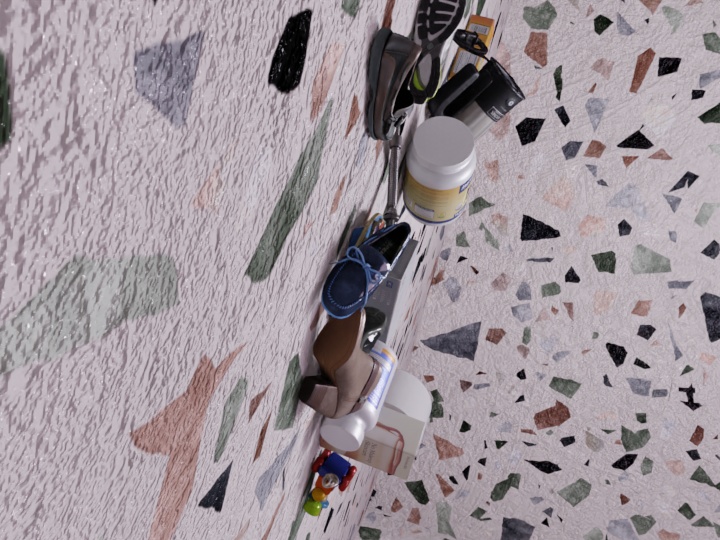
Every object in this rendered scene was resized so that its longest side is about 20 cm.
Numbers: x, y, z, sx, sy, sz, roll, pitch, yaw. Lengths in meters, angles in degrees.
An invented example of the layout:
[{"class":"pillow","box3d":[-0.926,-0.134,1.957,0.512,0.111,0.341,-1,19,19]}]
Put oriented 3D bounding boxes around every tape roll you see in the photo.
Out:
[{"class":"tape roll","box3d":[0.072,0.372,1.744,0.140,0.199,0.206,-58,163,-56]}]

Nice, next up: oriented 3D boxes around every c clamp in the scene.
[{"class":"c clamp","box3d":[0.052,-0.146,1.131,0.171,0.026,0.205,103,-10,-82]}]

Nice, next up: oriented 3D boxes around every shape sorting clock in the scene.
[{"class":"shape sorting clock","box3d":[0.000,0.000,1.151,0.200,0.038,0.204,18,89,-80]}]

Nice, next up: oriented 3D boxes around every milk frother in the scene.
[{"class":"milk frother","box3d":[0.229,-0.402,1.512,0.187,0.179,0.202,-39,-142,25]}]

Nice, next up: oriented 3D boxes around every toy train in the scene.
[{"class":"toy train","box3d":[-0.081,0.454,1.405,0.117,0.084,0.200,-60,172,6]}]

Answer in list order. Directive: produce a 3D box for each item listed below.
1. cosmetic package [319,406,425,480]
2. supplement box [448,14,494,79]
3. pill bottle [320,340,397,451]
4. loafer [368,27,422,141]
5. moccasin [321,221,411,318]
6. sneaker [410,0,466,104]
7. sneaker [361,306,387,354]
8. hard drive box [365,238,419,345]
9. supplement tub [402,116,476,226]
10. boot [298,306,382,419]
[{"class":"cosmetic package","box3d":[0.023,0.336,1.395,0.088,0.196,0.105,-63,167,-45]},{"class":"supplement box","box3d":[0.274,-0.532,1.694,0.067,0.068,0.203,76,35,-67]},{"class":"pill bottle","box3d":[-0.007,0.239,1.324,0.113,0.110,0.202,96,15,-50]},{"class":"loafer","box3d":[0.046,-0.237,0.925,0.201,0.062,0.073,86,24,-65]},{"class":"moccasin","box3d":[0.009,-0.014,1.010,0.201,0.080,0.068,-54,-175,-39]},{"class":"sneaker","box3d":[0.115,-0.372,1.101,0.081,0.073,0.203,-72,-178,-74]},{"class":"sneaker","box3d":[-0.014,0.148,1.238,0.200,0.075,0.116,-54,161,-54]},{"class":"hard drive box","box3d":[0.052,0.048,1.421,0.156,0.075,0.203,-59,163,-54]},{"class":"supplement tub","box3d":[0.161,-0.201,1.401,0.201,0.142,0.146,90,20,-61]},{"class":"boot","box3d":[-0.013,0.148,1.090,0.145,0.070,0.202,16,112,-50]}]
